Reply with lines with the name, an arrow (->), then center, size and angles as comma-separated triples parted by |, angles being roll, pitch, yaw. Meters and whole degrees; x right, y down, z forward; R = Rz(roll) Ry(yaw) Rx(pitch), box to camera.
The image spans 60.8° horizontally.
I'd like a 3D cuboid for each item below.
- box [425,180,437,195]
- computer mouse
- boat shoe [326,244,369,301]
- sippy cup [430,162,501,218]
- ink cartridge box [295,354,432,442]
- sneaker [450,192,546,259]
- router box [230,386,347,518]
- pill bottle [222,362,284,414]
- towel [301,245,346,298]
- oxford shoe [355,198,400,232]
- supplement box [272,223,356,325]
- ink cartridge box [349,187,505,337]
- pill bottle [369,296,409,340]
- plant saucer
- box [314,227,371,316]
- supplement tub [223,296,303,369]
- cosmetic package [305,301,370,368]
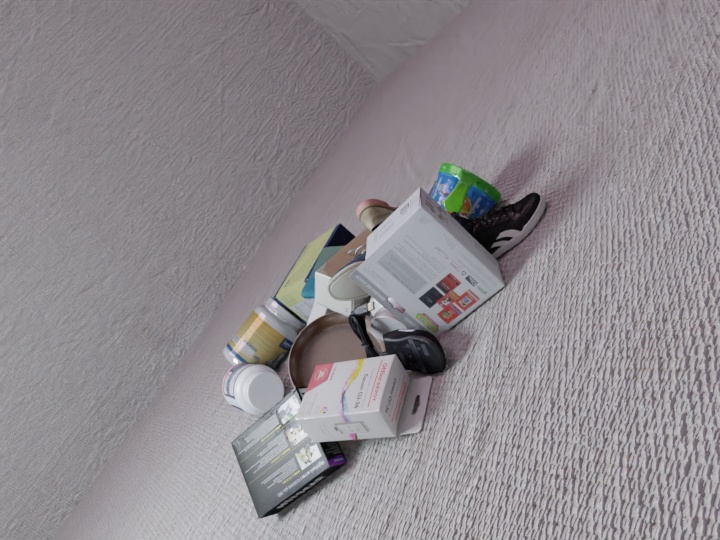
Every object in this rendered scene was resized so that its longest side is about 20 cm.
box -> 0.104, -0.108, 1.416 | 0.200, 0.036, 0.145 | -44, 10, 36
computer mouse -> 0.064, 0.107, 1.035 | 0.046, 0.141, 0.199 | -33, 10, -36
boat shoe -> 0.026, -0.015, 1.107 | 0.199, 0.075, 0.062 | -33, 31, 5
sippy cup -> 0.190, -0.124, 1.223 | 0.139, 0.177, 0.131 | 33, 94, 45
ink cartridge box -> 0.007, 0.203, 0.984 | 0.198, 0.068, 0.117 | -13, 36, 28
sneaker -> 0.218, -0.082, 1.070 | 0.200, 0.112, 0.073 | -46, 18, 16
router box -> -0.132, 0.322, 1.086 | 0.200, 0.051, 0.150 | -42, 61, 26
pill bottle -> -0.260, 0.290, 1.506 | 0.120, 0.119, 0.200 | -56, 18, -20
towel -> -0.046, 0.002, 1.416 | 0.199, 0.022, 0.148 | -3, 53, 47
oxford shoe -> 0.083, -0.089, 1.255 | 0.071, 0.198, 0.074 | -58, 41, 37
supplement box -> -0.097, 0.017, 1.634 | 0.199, 0.134, 0.201 | -27, 28, 51
ink cartridge box -> 0.108, -0.003, 1.032 | 0.175, 0.200, 0.084 | -42, 18, 23
pill bottle -> 0.086, 0.038, 1.157 | 0.112, 0.112, 0.201 | -32, 25, 46
plant saucer -> -0.036, 0.170, 1.151 | 0.198, 0.032, 0.202 | -5, 55, 8
box -> 0.000, 0.000, 1.233 | 0.200, 0.094, 0.078 | -44, -34, -45
supplement tub -> -0.263, 0.188, 1.684 | 0.201, 0.144, 0.145 | -52, 17, -4
cosmetic package -> -0.055, 0.135, 1.270 | 0.085, 0.107, 0.201 | -28, 38, 54
